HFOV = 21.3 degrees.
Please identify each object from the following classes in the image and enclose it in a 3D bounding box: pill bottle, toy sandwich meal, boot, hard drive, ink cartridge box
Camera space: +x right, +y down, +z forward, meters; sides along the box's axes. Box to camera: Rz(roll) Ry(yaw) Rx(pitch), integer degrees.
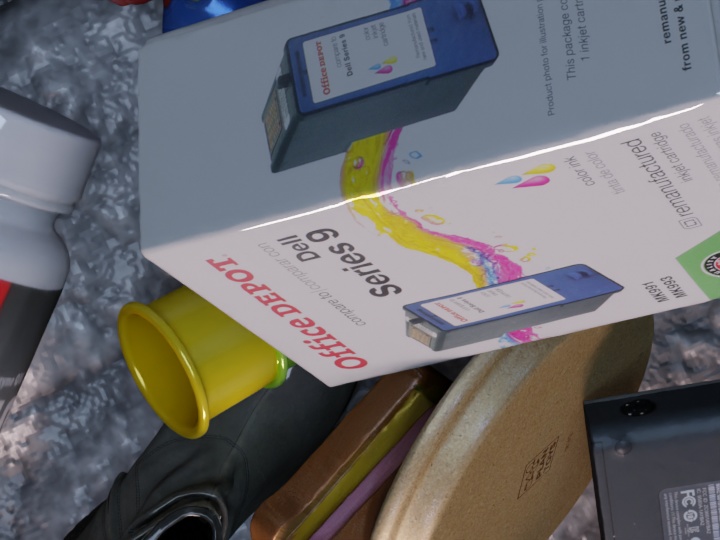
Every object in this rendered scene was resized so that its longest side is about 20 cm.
[{"bbox_3d":[-0.188,0.019,0.782,0.114,0.114,0.200,23,95,-8],"label":"pill bottle"},{"bbox_3d":[0.043,0.068,0.797,0.070,0.205,0.205,34,94,24],"label":"toy sandwich meal"},{"bbox_3d":[-0.062,0.093,0.794,0.068,0.131,0.200,39,92,-8],"label":"boot"},{"bbox_3d":[0.200,0.104,0.790,0.200,0.033,0.140,-9,114,3],"label":"hard drive"},{"bbox_3d":[0.043,-0.038,0.652,0.200,0.145,0.088,-12,63,22],"label":"ink cartridge box"}]

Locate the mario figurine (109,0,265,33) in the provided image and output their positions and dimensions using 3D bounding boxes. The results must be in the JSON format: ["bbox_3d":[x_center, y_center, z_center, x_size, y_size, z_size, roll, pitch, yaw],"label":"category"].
[{"bbox_3d":[-0.057,-0.116,0.777,0.106,0.123,0.200,-1,109,39],"label":"mario figurine"}]

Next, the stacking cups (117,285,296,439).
[{"bbox_3d":[0.000,0.000,0.789,0.200,0.060,0.061,-27,100,-27],"label":"stacking cups"}]
